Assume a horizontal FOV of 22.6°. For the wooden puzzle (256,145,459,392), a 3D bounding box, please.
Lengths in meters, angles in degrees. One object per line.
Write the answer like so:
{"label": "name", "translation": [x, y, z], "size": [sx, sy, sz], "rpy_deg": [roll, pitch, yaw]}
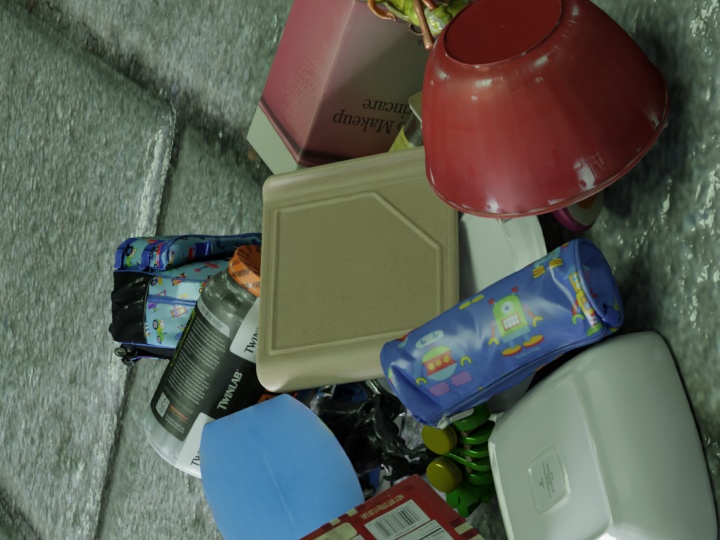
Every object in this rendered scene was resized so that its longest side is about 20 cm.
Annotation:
{"label": "wooden puzzle", "translation": [0.000, 0.000, 1.561], "size": [0.184, 0.037, 0.201], "rpy_deg": [-10, 66, 20]}

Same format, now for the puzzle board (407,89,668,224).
{"label": "puzzle board", "translation": [0.138, -0.123, 1.442], "size": [0.017, 0.150, 0.200], "rpy_deg": [62, 178, -38]}

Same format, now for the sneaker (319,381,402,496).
{"label": "sneaker", "translation": [-0.027, 0.154, 1.689], "size": [0.077, 0.111, 0.201], "rpy_deg": [10, 94, 59]}

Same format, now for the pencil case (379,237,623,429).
{"label": "pencil case", "translation": [0.110, 0.053, 1.403], "size": [0.200, 0.078, 0.087], "rpy_deg": [-31, 62, 22]}

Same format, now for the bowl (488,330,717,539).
{"label": "bowl", "translation": [0.172, 0.163, 1.392], "size": [0.200, 0.074, 0.201], "rpy_deg": [-44, 51, 49]}

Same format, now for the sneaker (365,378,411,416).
{"label": "sneaker", "translation": [0.018, 0.024, 1.640], "size": [0.115, 0.075, 0.200], "rpy_deg": [97, 153, -51]}

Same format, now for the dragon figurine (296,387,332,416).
{"label": "dragon figurine", "translation": [-0.096, 0.132, 1.819], "size": [0.200, 0.099, 0.059], "rpy_deg": [16, 99, 59]}

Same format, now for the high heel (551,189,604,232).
{"label": "high heel", "translation": [0.137, -0.083, 1.482], "size": [0.096, 0.067, 0.200], "rpy_deg": [-48, 40, 31]}

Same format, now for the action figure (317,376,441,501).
{"label": "action figure", "translation": [0.017, 0.172, 1.600], "size": [0.119, 0.102, 0.201], "rpy_deg": [25, 126, 32]}

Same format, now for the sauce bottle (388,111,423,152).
{"label": "sauce bottle", "translation": [0.063, -0.110, 1.623], "size": [0.200, 0.064, 0.065], "rpy_deg": [-60, 39, 38]}

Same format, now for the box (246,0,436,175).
{"label": "box", "translation": [-0.005, -0.178, 1.686], "size": [0.109, 0.127, 0.201], "rpy_deg": [52, 130, 48]}

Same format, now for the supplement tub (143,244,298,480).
{"label": "supplement tub", "translation": [-0.111, 0.086, 1.670], "size": [0.123, 0.122, 0.201], "rpy_deg": [49, 119, 50]}

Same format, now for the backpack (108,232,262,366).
{"label": "backpack", "translation": [-0.141, 0.030, 1.832], "size": [0.200, 0.182, 0.135], "rpy_deg": [1, 93, 56]}

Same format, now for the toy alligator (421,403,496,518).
{"label": "toy alligator", "translation": [0.094, 0.168, 1.515], "size": [0.054, 0.059, 0.201], "rpy_deg": [14, 127, 35]}

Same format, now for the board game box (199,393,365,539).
{"label": "board game box", "translation": [-0.059, 0.188, 1.588], "size": [0.200, 0.039, 0.159], "rpy_deg": [-24, 89, 44]}

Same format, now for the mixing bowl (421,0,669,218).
{"label": "mixing bowl", "translation": [0.124, -0.147, 1.377], "size": [0.200, 0.200, 0.109], "rpy_deg": [46, 167, 52]}

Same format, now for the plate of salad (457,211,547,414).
{"label": "plate of salad", "translation": [0.117, 0.021, 1.523], "size": [0.200, 0.048, 0.201], "rpy_deg": [-179, 90, -65]}

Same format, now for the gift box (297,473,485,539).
{"label": "gift box", "translation": [0.032, 0.295, 1.464], "size": [0.200, 0.184, 0.187], "rpy_deg": [47, 152, 45]}

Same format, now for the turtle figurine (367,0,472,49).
{"label": "turtle figurine", "translation": [0.064, -0.229, 1.544], "size": [0.200, 0.161, 0.065], "rpy_deg": [58, 134, 45]}
